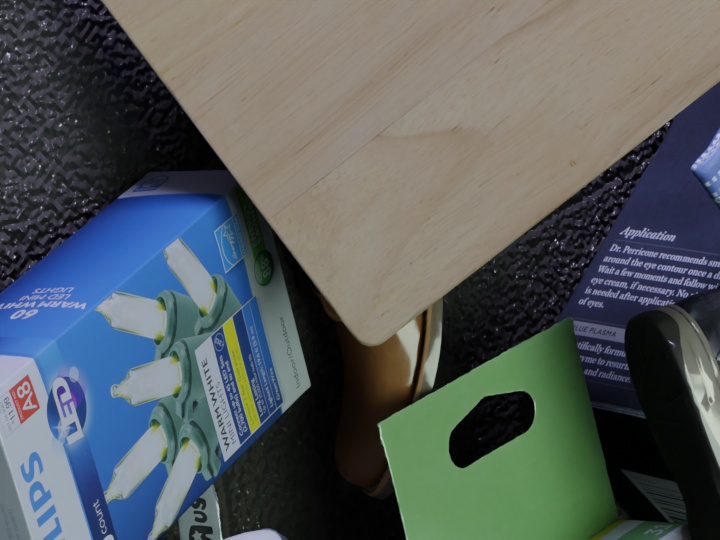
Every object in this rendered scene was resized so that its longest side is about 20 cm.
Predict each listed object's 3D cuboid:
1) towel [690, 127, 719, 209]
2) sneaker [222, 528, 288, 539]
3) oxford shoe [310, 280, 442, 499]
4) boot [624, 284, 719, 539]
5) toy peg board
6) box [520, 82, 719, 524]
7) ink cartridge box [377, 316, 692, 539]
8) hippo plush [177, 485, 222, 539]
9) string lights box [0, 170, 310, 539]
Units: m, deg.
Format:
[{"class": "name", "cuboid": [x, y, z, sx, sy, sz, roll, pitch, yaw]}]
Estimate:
[{"class": "towel", "cuboid": [0.236, -0.036, 1.343, 0.145, 0.024, 0.200, -55, 126, -20]}, {"class": "sneaker", "cuboid": [-0.102, 0.157, 1.095, 0.199, 0.071, 0.073, -17, 128, -19]}, {"class": "oxford shoe", "cuboid": [0.000, 0.000, 1.262, 0.071, 0.071, 0.201, 3, 95, -17]}, {"class": "boot", "cuboid": [0.215, 0.079, 1.288, 0.150, 0.073, 0.201, -28, 102, -19]}, {"class": "toy peg board", "cuboid": [0.021, -0.109, 1.174, 0.200, 0.098, 0.200, -38, 92, 1]}, {"class": "box", "cuboid": [0.211, 0.041, 1.419, 0.197, 0.117, 0.201, 47, 66, -36]}, {"class": "ink cartridge box", "cuboid": [0.088, 0.138, 1.266, 0.145, 0.048, 0.201, -26, 110, -45]}, {"class": "hippo plush", "cuboid": [-0.018, 0.199, 1.176, 0.159, 0.161, 0.201, -21, 114, -19]}, {"class": "string lights box", "cuboid": [-0.100, 0.048, 1.129, 0.200, 0.059, 0.103, -45, 127, -51]}]
